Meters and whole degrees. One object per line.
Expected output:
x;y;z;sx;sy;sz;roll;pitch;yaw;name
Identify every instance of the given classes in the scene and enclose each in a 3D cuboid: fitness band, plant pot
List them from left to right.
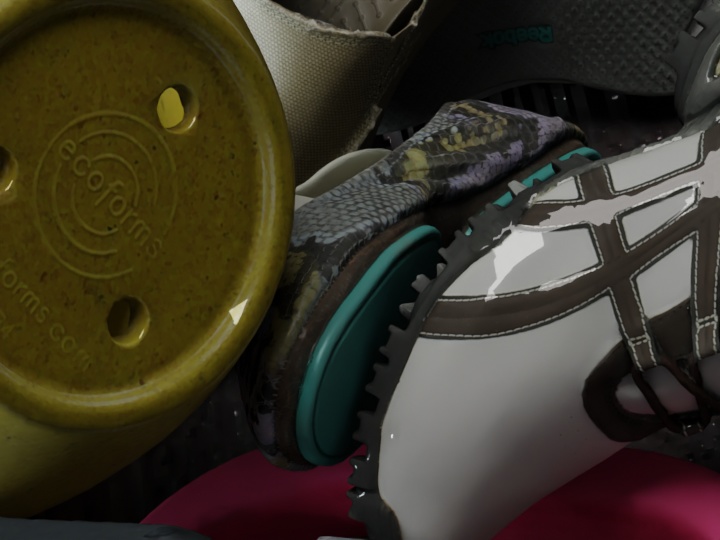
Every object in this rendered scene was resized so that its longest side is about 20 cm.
-0.096;-0.020;0.705;0.200;0.201;0.142;-43;29;-25;plant pot
0.022;0.101;0.755;0.199;0.038;0.144;5;47;22;fitness band

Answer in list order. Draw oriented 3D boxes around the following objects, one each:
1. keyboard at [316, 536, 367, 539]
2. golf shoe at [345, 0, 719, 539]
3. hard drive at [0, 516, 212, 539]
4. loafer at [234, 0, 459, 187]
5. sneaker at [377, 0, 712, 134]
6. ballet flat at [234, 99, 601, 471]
0.064;0.089;0.653;0.011;0.199;0.056;-40;59;30;keyboard
0.083;0.009;0.733;0.200;0.078;0.094;-46;53;0;golf shoe
-0.139;0.092;0.583;0.199;0.033;0.139;-19;7;-32;hard drive
-0.022;-0.066;0.861;0.076;0.067;0.201;34;96;15;loafer
0.034;-0.089;0.933;0.199;0.071;0.080;-2;29;10;sneaker
0.000;0.000;0.802;0.072;0.072;0.200;6;19;25;ballet flat
